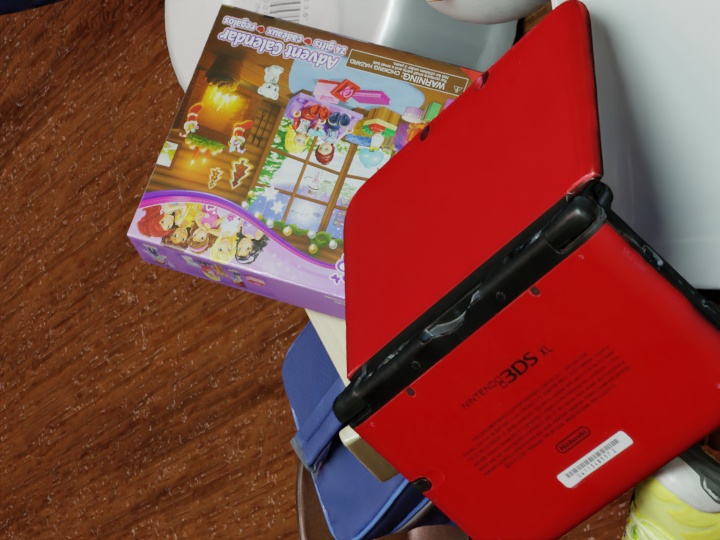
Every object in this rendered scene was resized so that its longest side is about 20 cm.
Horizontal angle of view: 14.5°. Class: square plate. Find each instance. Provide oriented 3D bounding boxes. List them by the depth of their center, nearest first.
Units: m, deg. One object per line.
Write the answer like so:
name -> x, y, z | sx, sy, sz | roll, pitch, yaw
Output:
square plate -> 0.178, -0.086, 1.239 | 0.200, 0.028, 0.199 | 3, 109, 36

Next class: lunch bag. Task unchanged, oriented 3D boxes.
lunch bag -> 0.035, 0.067, 1.598 | 0.200, 0.132, 0.136 | -54, 48, 51

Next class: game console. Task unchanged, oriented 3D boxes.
game console -> 0.084, 0.009, 1.296 | 0.172, 0.119, 0.200 | 42, 135, -6

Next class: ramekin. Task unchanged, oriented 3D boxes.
ramekin -> -0.018, -0.153, 1.607 | 0.200, 0.098, 0.201 | -7, 78, 37

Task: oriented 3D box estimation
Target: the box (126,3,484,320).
box -> -0.001, -0.046, 1.427 | 0.039, 0.199, 0.137 | 65, -137, -66

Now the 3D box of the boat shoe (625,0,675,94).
boat shoe -> 0.146, -0.081, 1.370 | 0.200, 0.073, 0.063 | 83, -169, -71

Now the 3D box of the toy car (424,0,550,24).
toy car -> 0.078, -0.187, 1.393 | 0.184, 0.199, 0.177 | -53, 50, 52

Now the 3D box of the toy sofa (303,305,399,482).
toy sofa -> 0.000, 0.000, 1.475 | 0.200, 0.097, 0.083 | 62, -176, 24

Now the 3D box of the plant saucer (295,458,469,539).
plant saucer -> 0.007, 0.159, 1.780 | 0.200, 0.032, 0.201 | 23, 117, 59

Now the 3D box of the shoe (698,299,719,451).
shoe -> 0.130, 0.045, 1.400 | 0.200, 0.091, 0.072 | -117, 12, -64

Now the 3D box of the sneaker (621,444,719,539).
sneaker -> 0.156, 0.138, 1.353 | 0.075, 0.076, 0.200 | 41, 169, 25

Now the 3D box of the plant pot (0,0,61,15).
plant pot -> -0.164, -0.279, 1.779 | 0.200, 0.179, 0.201 | -24, 74, 63
